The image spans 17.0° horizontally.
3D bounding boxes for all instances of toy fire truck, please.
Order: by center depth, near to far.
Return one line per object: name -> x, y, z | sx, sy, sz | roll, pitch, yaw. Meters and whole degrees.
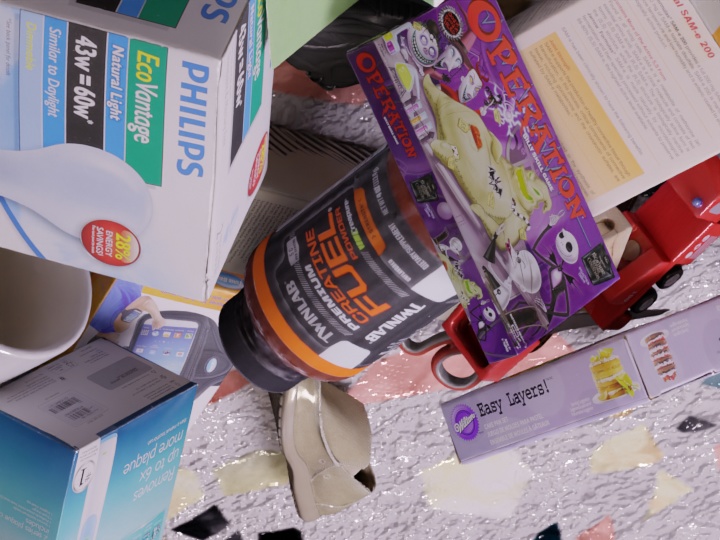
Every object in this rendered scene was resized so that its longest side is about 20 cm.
toy fire truck -> 0.159, -0.010, 1.559 | 0.200, 0.049, 0.141 | -45, 157, 21

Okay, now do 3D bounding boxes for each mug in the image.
mug -> -0.284, 0.007, 1.556 | 0.153, 0.187, 0.149 | -36, 167, 35

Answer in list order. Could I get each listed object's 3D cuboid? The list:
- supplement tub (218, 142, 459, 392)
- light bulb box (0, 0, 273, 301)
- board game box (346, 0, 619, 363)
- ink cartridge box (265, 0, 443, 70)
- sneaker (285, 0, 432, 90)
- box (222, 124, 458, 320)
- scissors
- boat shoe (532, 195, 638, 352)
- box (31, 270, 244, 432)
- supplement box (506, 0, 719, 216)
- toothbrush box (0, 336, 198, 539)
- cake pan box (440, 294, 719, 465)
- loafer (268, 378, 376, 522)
supplement tub -> 0.000, 0.000, 1.507 | 0.107, 0.108, 0.200 | 26, 132, -35
light bulb box -> -0.159, -0.111, 1.395 | 0.198, 0.125, 0.199 | 14, 137, 7
board game box -> 0.075, -0.060, 1.428 | 0.032, 0.120, 0.201 | -19, 100, 39
ink cartridge box -> 0.026, -0.210, 1.360 | 0.200, 0.048, 0.146 | -45, 150, -31
sneaker -> -0.027, -0.151, 1.477 | 0.199, 0.076, 0.091 | 9, 140, -20
box -> -0.011, -0.033, 1.607 | 0.199, 0.069, 0.082 | 14, 132, -27
scissors -> 0.113, 0.035, 1.659 | 0.199, 0.014, 0.073 | -21, 116, 36
boat shoe -> 0.149, -0.023, 1.658 | 0.072, 0.068, 0.201 | 10, 133, -24
box -> -0.156, 0.063, 1.694 | 0.118, 0.042, 0.200 | 13, 129, -27
supplement box -> 0.147, -0.112, 1.494 | 0.199, 0.074, 0.126 | -27, 103, 32
toothbrush box -> -0.198, 0.166, 1.608 | 0.146, 0.085, 0.201 | -27, 137, -58
cake pan box -> 0.183, 0.066, 1.646 | 0.199, 0.053, 0.184 | -18, 177, -43
loafer -> -0.028, 0.111, 1.758 | 0.068, 0.076, 0.200 | -13, 147, -2
